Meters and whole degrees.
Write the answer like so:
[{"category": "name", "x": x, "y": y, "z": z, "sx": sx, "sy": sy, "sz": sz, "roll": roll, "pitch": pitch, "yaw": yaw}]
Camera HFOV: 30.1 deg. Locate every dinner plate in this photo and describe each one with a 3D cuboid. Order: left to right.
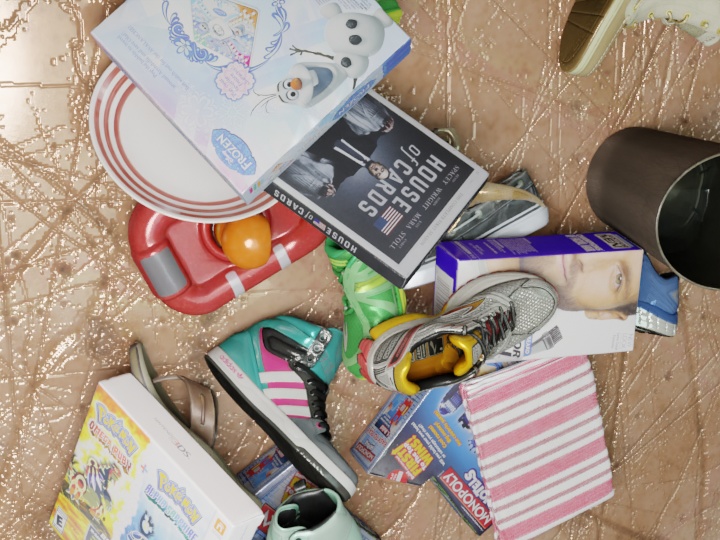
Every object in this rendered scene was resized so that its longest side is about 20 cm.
[{"category": "dinner plate", "x": -0.145, "y": -0.125, "z": 1.205, "sx": 0.198, "sy": 0.024, "sz": 0.202, "roll": 7, "pitch": 61, "yaw": -12}]

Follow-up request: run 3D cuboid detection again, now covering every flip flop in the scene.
[{"category": "flip flop", "x": -0.152, "y": 0.147, "z": 1.280, "sx": 0.057, "sy": 0.081, "sz": 0.200, "roll": -39, "pitch": 89, "yaw": -3}]

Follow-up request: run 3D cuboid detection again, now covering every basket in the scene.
[{"category": "basket", "x": 0.325, "y": -0.073, "z": 1.352, "sx": 0.178, "sy": 0.200, "sz": 0.138, "roll": -1, "pitch": 106, "yaw": -19}]

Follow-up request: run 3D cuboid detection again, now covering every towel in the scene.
[{"category": "towel", "x": 0.187, "y": 0.181, "z": 1.402, "sx": 0.145, "sy": 0.030, "sz": 0.202, "roll": -21, "pitch": 113, "yaw": -14}]

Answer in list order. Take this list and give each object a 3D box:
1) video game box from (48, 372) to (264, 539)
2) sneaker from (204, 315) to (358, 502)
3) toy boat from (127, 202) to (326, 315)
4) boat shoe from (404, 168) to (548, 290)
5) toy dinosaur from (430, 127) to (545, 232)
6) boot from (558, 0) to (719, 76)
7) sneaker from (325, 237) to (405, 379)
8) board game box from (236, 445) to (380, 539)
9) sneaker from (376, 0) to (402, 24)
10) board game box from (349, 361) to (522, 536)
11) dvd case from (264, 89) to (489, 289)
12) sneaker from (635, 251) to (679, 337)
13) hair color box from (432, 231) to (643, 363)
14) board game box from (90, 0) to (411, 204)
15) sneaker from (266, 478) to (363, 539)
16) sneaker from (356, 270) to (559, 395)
[{"category": "video game box", "x": -0.192, "y": 0.227, "z": 1.225, "sx": 0.047, "sy": 0.200, "sz": 0.183, "roll": -11, "pitch": 134, "yaw": -51}, {"category": "sneaker", "x": -0.045, "y": 0.118, "z": 1.302, "sx": 0.121, "sy": 0.084, "sz": 0.200, "roll": -40, "pitch": 73, "yaw": -16}, {"category": "toy boat", "x": -0.110, "y": -0.038, "z": 1.240, "sx": 0.199, "sy": 0.131, "sz": 0.131, "roll": -32, "pitch": 113, "yaw": -9}, {"category": "boat shoe", "x": 0.095, "y": -0.041, "z": 1.357, "sx": 0.199, "sy": 0.072, "sz": 0.071, "roll": -27, "pitch": 98, "yaw": -17}, {"category": "toy dinosaur", "x": 0.081, "y": -0.085, "z": 1.316, "sx": 0.198, "sy": 0.058, "sz": 0.102, "roll": -8, "pitch": 84, "yaw": 13}, {"category": "boot", "x": 0.303, "y": -0.262, "z": 1.366, "sx": 0.154, "sy": 0.072, "sz": 0.201, "roll": 27, "pitch": 94, "yaw": -27}, {"category": "sneaker", "x": 0.000, "y": 0.000, "z": 1.257, "sx": 0.083, "sy": 0.074, "sz": 0.202, "roll": 3, "pitch": 96, "yaw": -33}, {"category": "board game box", "x": -0.072, "y": 0.267, "z": 1.368, "sx": 0.200, "sy": 0.062, "sz": 0.200, "roll": 40, "pitch": 89, "yaw": -24}, {"category": "sneaker", "x": -0.057, "y": -0.246, "z": 1.223, "sx": 0.198, "sy": 0.074, "sz": 0.085, "roll": 0, "pitch": 88, "yaw": -9}, {"category": "board game box", "x": 0.100, "y": 0.172, "z": 1.413, "sx": 0.199, "sy": 0.062, "sz": 0.201, "roll": -39, "pitch": 114, "yaw": -6}, {"category": "dvd case", "x": -0.003, "y": -0.093, "z": 1.199, "sx": 0.199, "sy": 0.025, "sz": 0.151, "roll": 35, "pitch": 57, "yaw": 8}, {"category": "sneaker", "x": 0.259, "y": 0.007, "z": 1.429, "sx": 0.198, "sy": 0.078, "sz": 0.090, "roll": 17, "pitch": 84, "yaw": -27}, {"category": "hair color box", "x": 0.173, "y": 0.027, "z": 1.318, "sx": 0.198, "sy": 0.065, "sz": 0.111, "roll": -4, "pitch": 110, "yaw": -18}, {"category": "board game box", "x": -0.094, "y": -0.197, "z": 1.160, "sx": 0.199, "sy": 0.043, "sz": 0.200, "roll": -42, "pitch": 81, "yaw": -7}, {"category": "sneaker", "x": -0.095, "y": 0.273, "z": 1.257, "sx": 0.199, "sy": 0.074, "sz": 0.119, "roll": -29, "pitch": 138, "yaw": -12}, {"category": "sneaker", "x": 0.100, "y": 0.065, "z": 1.224, "sx": 0.199, "sy": 0.082, "sz": 0.079, "roll": -25, "pitch": 114, "yaw": -18}]
